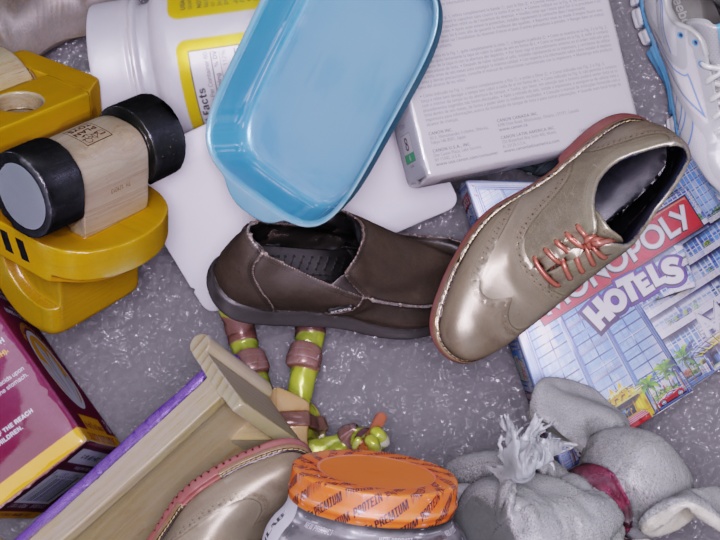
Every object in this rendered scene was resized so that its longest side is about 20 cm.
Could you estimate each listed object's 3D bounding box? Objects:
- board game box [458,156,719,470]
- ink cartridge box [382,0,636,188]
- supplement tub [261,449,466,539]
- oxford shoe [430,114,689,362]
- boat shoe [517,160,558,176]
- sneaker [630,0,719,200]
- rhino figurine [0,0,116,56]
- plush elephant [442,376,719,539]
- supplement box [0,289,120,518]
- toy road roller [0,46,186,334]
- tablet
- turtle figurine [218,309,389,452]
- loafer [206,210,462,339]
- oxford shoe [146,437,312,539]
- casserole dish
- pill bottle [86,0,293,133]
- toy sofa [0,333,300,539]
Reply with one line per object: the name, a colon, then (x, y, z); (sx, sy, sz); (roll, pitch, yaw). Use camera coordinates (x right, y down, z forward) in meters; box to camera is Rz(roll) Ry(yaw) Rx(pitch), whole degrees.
board game box: (0.165, -0.001, 0.901); (0.200, 0.062, 0.200); (-32, 89, -3)
ink cartridge box: (0.087, -0.167, 0.875); (0.161, 0.050, 0.200); (-12, 86, -18)
supplement tub: (-0.002, 0.212, 0.758); (0.122, 0.123, 0.200); (6, 96, 4)
oxford shoe: (0.122, -0.020, 0.820); (0.070, 0.075, 0.200); (41, 89, -17)
boat shoe: (0.139, -0.162, 0.957); (0.062, 0.073, 0.200); (30, 71, -35)
sneaker: (0.248, -0.138, 0.924); (0.075, 0.087, 0.200); (-22, 80, -3)
rhino figurine: (-0.255, -0.191, 0.974); (0.200, 0.060, 0.088); (-26, 76, 0)
plush elephant: (0.134, 0.153, 0.801); (0.155, 0.200, 0.165); (-8, 39, -28)
supplement box: (-0.262, 0.065, 0.901); (0.086, 0.110, 0.200); (-37, 80, -5)
toy road roller: (-0.218, -0.050, 0.874); (0.200, 0.146, 0.123); (26, 38, 28)
tablet: (-0.047, -0.059, 0.910); (0.200, 0.014, 0.130); (-23, 115, 10)
turtle figurine: (-0.044, 0.099, 0.905); (0.200, 0.064, 0.162); (-11, 69, 17)
loafer: (0.000, 0.000, 0.886); (0.200, 0.071, 0.073); (-2, 53, -23)
oxford shoe: (-0.096, 0.185, 0.793); (0.200, 0.070, 0.075); (-44, 47, 1)
casserole dish: (-0.020, -0.122, 0.833); (0.121, 0.039, 0.200); (36, 110, 20)
pill bottle: (-0.084, -0.155, 0.930); (0.200, 0.114, 0.115); (-8, 79, 2)
toy sofa: (-0.145, 0.130, 0.839); (0.200, 0.083, 0.098); (-42, 52, 3)
